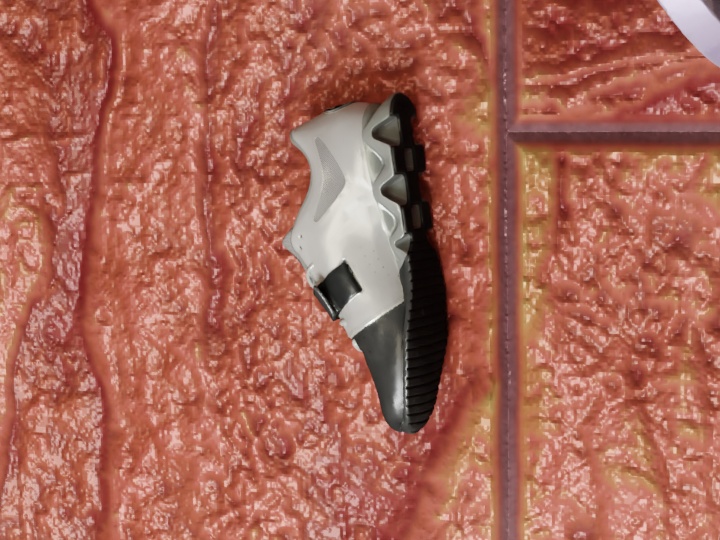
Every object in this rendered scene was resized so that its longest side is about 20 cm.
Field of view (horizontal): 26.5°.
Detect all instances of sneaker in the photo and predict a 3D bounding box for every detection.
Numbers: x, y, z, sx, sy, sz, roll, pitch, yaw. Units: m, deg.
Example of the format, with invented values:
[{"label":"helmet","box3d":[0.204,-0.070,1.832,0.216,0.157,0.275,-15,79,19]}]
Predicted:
[{"label":"sneaker","box3d":[0.000,0.000,0.924,0.088,0.074,0.202,-8,86,20]}]

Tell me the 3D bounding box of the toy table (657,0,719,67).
[{"label":"toy table","box3d":[0.193,-0.214,0.774,0.117,0.184,0.201,-27,101,37]}]
